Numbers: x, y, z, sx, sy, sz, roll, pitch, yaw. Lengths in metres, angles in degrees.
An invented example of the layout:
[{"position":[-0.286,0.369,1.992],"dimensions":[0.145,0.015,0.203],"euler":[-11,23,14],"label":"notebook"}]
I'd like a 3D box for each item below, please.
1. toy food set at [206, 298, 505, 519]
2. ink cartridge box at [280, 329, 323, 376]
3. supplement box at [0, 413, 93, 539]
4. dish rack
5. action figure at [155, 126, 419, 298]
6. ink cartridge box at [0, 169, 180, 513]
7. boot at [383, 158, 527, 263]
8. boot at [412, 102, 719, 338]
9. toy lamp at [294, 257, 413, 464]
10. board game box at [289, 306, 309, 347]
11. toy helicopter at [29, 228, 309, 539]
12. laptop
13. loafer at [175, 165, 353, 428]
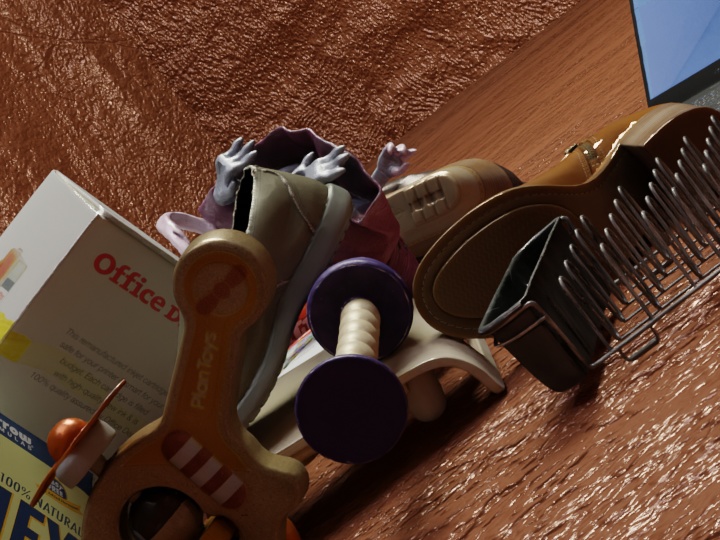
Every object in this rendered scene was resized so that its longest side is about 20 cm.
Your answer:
[{"position":[-0.017,0.093,1.100],"dimensions":[0.200,0.060,0.144],"euler":[-32,11,5],"label":"toy food set"},{"position":[-0.012,0.056,1.400],"dimensions":[0.109,0.050,0.200],"euler":[-38,7,32],"label":"ink cartridge box"},{"position":[-0.250,0.192,1.041],"dimensions":[0.200,0.134,0.200],"euler":[-39,32,20],"label":"supplement box"},{"position":[0.152,-0.029,0.921],"dimensions":[0.200,0.055,0.153],"euler":[-38,6,18],"label":"dish rack"},{"position":[0.000,0.000,1.236],"dimensions":[0.149,0.200,0.134],"euler":[-41,46,2],"label":"action figure"},{"position":[-0.174,0.065,1.190],"dimensions":[0.200,0.145,0.083],"euler":[-52,37,1],"label":"ink cartridge box"},{"position":[0.026,-0.025,1.401],"dimensions":[0.200,0.072,0.166],"euler":[-16,-9,26],"label":"boot"},{"position":[0.108,-0.024,1.130],"dimensions":[0.200,0.074,0.155],"euler":[-28,4,-9],"label":"boot"},{"position":[-0.002,0.035,1.002],"dimensions":[0.058,0.058,0.200],"euler":[-39,10,9],"label":"toy lamp"},{"position":[-0.066,0.074,1.469],"dimensions":[0.200,0.019,0.103],"euler":[-42,-39,-17],"label":"board game box"},{"position":[-0.086,0.074,0.951],"dimensions":[0.079,0.132,0.200],"euler":[-54,-23,-70],"label":"toy helicopter"},{"position":[0.194,-0.143,1.336],"dimensions":[0.200,0.103,0.177],"euler":[-43,5,-29],"label":"laptop"},{"position":[-0.073,0.025,1.088],"dimensions":[0.075,0.070,0.200],"euler":[-42,19,56],"label":"loafer"}]
